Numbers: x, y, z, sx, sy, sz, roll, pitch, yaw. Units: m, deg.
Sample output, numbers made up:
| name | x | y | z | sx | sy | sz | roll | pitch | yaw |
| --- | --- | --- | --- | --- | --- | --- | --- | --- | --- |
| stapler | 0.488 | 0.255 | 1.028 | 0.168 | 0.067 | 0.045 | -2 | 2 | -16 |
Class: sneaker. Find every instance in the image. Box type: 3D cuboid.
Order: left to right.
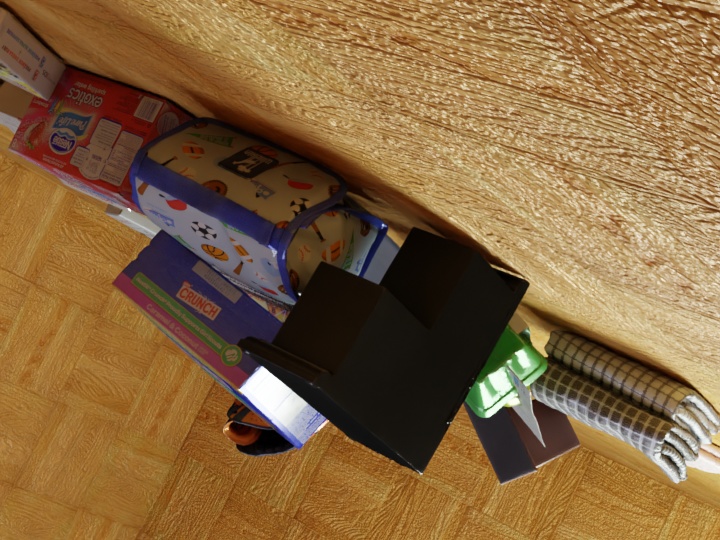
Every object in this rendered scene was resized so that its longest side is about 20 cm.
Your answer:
| name | x | y | z | sx | sy | sz | roll | pitch | yaw |
| --- | --- | --- | --- | --- | --- | --- | --- | --- | --- |
| sneaker | -0.120 | 0.118 | 1.567 | 0.199 | 0.112 | 0.078 | 24 | 145 | 32 |

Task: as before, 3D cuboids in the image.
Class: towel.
| name | x | y | z | sx | sy | sz | roll | pitch | yaw |
| --- | --- | --- | --- | --- | --- | --- | --- | --- | --- |
| towel | 0.279 | 0.146 | 1.608 | 0.165 | 0.086 | 0.200 | 25 | 175 | 28 |
| towel | 0.408 | 0.225 | 2.075 | 0.190 | 0.032 | 0.200 | 27 | 176 | -1 |

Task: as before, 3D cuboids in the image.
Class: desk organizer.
| name | x | y | z | sx | sy | sz | roll | pitch | yaw |
| --- | --- | --- | --- | --- | --- | --- | --- | --- | --- |
| desk organizer | 0.161 | 0.129 | 1.707 | 0.072 | 0.077 | 0.201 | -35 | 78 | 55 |

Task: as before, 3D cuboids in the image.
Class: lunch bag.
| name | x | y | z | sx | sy | sz | roll | pitch | yaw |
| --- | --- | --- | --- | --- | --- | --- | --- | --- | --- |
| lunch bag | -0.089 | -0.049 | 1.319 | 0.169 | 0.124 | 0.200 | 27 | -177 | 21 |

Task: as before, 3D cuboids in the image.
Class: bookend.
| name | x | y | z | sx | sy | sz | roll | pitch | yaw |
| --- | --- | --- | --- | --- | --- | --- | --- | --- | --- |
| bookend | 0.026 | 0.038 | 1.296 | 0.092 | 0.199 | 0.200 | 22 | 166 | 39 |

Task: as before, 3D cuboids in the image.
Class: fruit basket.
| name | x | y | z | sx | sy | sz | roll | pitch | yaw |
| --- | --- | --- | --- | --- | --- | --- | --- | --- | --- |
| fruit basket | 0.125 | 0.082 | 1.535 | 0.185 | 0.094 | 0.200 | 49 | -179 | 25 |

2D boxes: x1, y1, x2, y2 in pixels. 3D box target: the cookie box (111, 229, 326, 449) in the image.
| name | x | y | z | sx | sy | sz | roll | pitch | yaw |
| --- | --- | --- | --- | --- | --- | --- | --- | --- | --- |
| cookie box | -0.119 | 0.067 | 1.419 | 0.171 | 0.075 | 0.200 | 37 | 171 | 25 |

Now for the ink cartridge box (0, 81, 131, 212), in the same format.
| name | x | y | z | sx | sy | sz | roll | pitch | yaw |
| --- | --- | --- | --- | --- | --- | --- | --- | --- | --- |
| ink cartridge box | -0.300 | -0.134 | 1.660 | 0.116 | 0.068 | 0.200 | 23 | 164 | 33 |

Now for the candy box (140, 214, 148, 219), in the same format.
| name | x | y | z | sx | sy | sz | roll | pitch | yaw |
| --- | --- | --- | --- | --- | --- | --- | --- | --- | --- |
| candy box | -0.154 | -0.055 | 1.786 | 0.199 | 0.057 | 0.117 | 25 | -167 | 11 |

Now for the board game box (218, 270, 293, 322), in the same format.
| name | x | y | z | sx | sy | sz | roll | pitch | yaw |
| --- | --- | --- | --- | --- | --- | --- | --- | --- | --- |
| board game box | -0.079 | 0.019 | 1.604 | 0.159 | 0.097 | 0.201 | 23 | 144 | 33 |

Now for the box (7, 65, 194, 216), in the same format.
| name | x | y | z | sx | sy | sz | roll | pitch | yaw |
| --- | --- | --- | --- | --- | --- | --- | --- | --- | --- |
| box | -0.235 | -0.120 | 1.459 | 0.199 | 0.100 | 0.095 | 21 | 173 | 43 |

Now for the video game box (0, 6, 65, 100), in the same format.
| name | x | y | z | sx | sy | sz | roll | pitch | yaw |
| --- | --- | --- | --- | --- | --- | --- | --- | --- | --- |
| video game box | -0.389 | -0.236 | 1.396 | 0.199 | 0.047 | 0.182 | 26 | 178 | 9 |

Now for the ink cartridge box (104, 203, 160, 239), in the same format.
| name | x | y | z | sx | sy | sz | roll | pitch | yaw |
| --- | --- | --- | --- | --- | --- | --- | --- | --- | --- |
| ink cartridge box | -0.253 | -0.070 | 2.160 | 0.199 | 0.084 | 0.146 | 29 | 174 | -17 |

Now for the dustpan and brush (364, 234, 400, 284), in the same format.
| name | x | y | z | sx | sy | sz | roll | pitch | yaw |
| --- | --- | --- | --- | --- | --- | --- | --- | --- | --- |
| dustpan and brush | -0.015 | 0.042 | 1.476 | 0.140 | 0.200 | 0.057 | 45 | -157 | 0 |

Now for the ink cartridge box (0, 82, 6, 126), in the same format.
| name | x | y | z | sx | sy | sz | roll | pitch | yaw |
| --- | --- | --- | --- | --- | --- | --- | --- | --- | --- |
| ink cartridge box | -0.480 | -0.233 | 1.926 | 0.160 | 0.050 | 0.200 | 24 | 170 | 32 |
